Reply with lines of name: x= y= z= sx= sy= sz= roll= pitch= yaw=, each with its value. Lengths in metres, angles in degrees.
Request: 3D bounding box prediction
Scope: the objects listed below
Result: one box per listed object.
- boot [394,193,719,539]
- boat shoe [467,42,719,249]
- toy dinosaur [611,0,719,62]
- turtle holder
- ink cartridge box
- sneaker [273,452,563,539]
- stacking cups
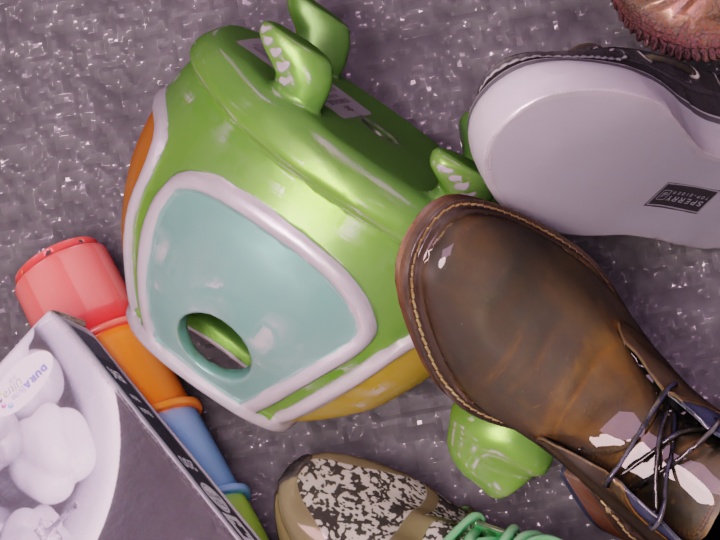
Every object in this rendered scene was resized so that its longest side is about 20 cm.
boot: x=0.095 y=0.045 z=1.035 sx=0.097 sy=0.200 sz=0.075 roll=24 pitch=75 yaw=47
boat shoe: x=0.095 y=-0.051 z=1.084 sx=0.069 sy=0.200 sz=0.057 roll=-41 pitch=62 yaw=22
toy dinosaur: x=0.117 y=-0.139 z=1.139 sx=0.135 sy=0.086 sz=0.201 roll=-10 pitch=61 yaw=5
turtle holder: x=-0.005 y=-0.006 z=1.116 sx=0.185 sy=0.141 sz=0.132 roll=30 pitch=103 yaw=-22
ink cartridge box: x=-0.114 y=0.154 z=1.082 sx=0.198 sy=0.043 sz=0.200 roll=-46 pitch=67 yaw=10
sneaker: x=0.061 y=0.115 z=1.078 sx=0.199 sy=0.089 sz=0.077 roll=32 pitch=47 yaw=9
stacking cups: x=-0.077 y=0.081 z=1.128 sx=0.060 sy=0.061 sz=0.201 roll=-31 pitch=73 yaw=-2
